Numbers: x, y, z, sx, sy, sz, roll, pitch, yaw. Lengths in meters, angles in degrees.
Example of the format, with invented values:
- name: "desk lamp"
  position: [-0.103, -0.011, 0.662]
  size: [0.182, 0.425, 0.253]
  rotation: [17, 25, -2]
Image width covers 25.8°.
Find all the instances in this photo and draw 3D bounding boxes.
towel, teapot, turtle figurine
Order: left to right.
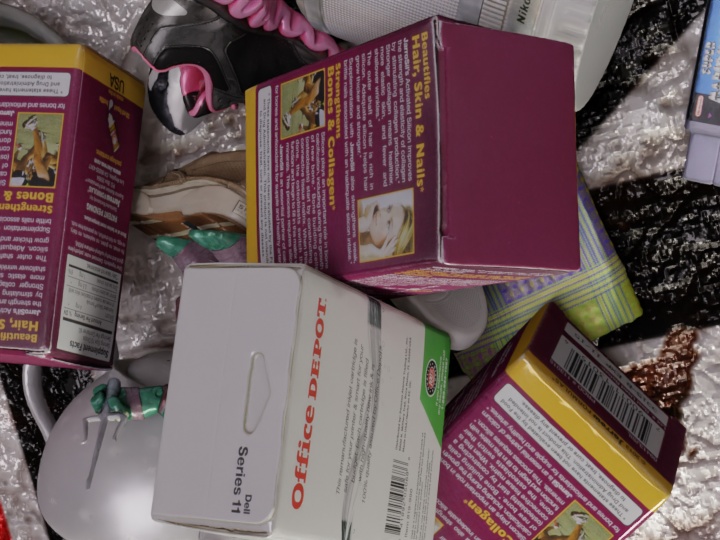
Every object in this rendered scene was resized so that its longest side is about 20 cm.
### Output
- name: "teapot"
  position: [-0.130, 0.118, 1.108]
  size: [0.198, 0.197, 0.148]
  rotation: [12, 96, -23]
- name: "turtle figurine"
  position: [-0.104, 0.079, 0.994]
  size: [0.148, 0.100, 0.203]
  rotation: [-2, 79, 42]
- name: "towel"
  position: [0.092, -0.033, 1.072]
  size: [0.142, 0.023, 0.202]
  rotation: [-26, 93, 22]

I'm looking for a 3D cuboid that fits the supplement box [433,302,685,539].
- name: "supplement box"
  position: [0.100, 0.145, 1.044]
  size: [0.131, 0.103, 0.200]
  rotation: [43, 115, -1]

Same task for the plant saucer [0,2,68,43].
- name: "plant saucer"
  position: [-0.267, -0.100, 1.171]
  size: [0.197, 0.050, 0.203]
  rotation: [5, 104, 19]

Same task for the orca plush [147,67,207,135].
- name: "orca plush"
  position: [-0.105, -0.197, 1.067]
  size: [0.071, 0.105, 0.202]
  rotation: [27, 108, 22]

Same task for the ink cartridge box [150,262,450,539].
- name: "ink cartridge box"
  position: [-0.028, 0.087, 0.911]
  size: [0.082, 0.200, 0.149]
  rotation: [1, 76, 28]

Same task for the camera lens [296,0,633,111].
- name: "camera lens"
  position: [0.066, -0.200, 0.968]
  size: [0.198, 0.160, 0.162]
  rotation: [22, 109, 14]

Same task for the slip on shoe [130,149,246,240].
- name: "slip on shoe"
  position: [-0.105, -0.049, 1.084]
  size: [0.076, 0.199, 0.061]
  rotation: [34, 74, -22]

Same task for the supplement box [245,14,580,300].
- name: "supplement box"
  position: [0.024, -0.056, 0.907]
  size: [0.199, 0.102, 0.133]
  rotation: [-8, 80, 55]

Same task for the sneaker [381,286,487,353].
- name: "sneaker"
  position: [0.000, 0.000, 1.076]
  size: [0.200, 0.073, 0.112]
  rotation: [50, 136, 20]

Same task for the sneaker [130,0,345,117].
- name: "sneaker"
  position: [-0.076, -0.137, 1.019]
  size: [0.079, 0.199, 0.096]
  rotation: [38, 97, 35]

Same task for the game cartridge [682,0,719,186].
- name: "game cartridge"
  position: [0.276, -0.144, 0.975]
  size: [0.128, 0.038, 0.203]
  rotation: [11, 106, 13]

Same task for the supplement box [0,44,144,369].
- name: "supplement box"
  position: [-0.229, -0.042, 1.049]
  size: [0.129, 0.103, 0.203]
  rotation: [4, 82, 18]
